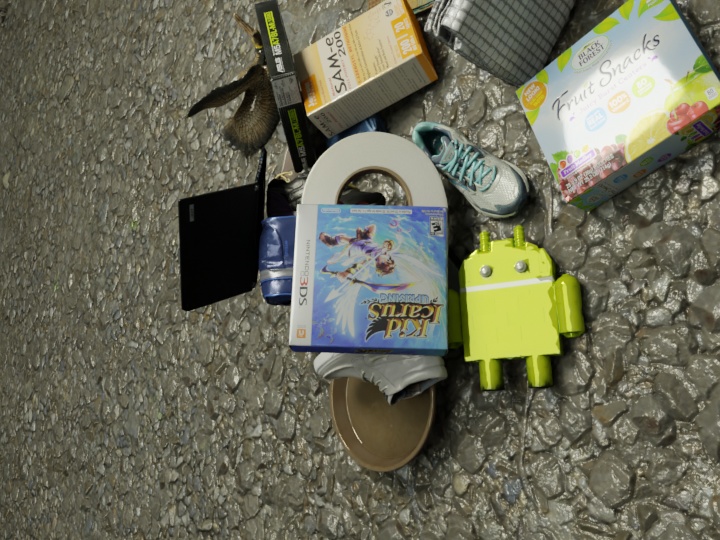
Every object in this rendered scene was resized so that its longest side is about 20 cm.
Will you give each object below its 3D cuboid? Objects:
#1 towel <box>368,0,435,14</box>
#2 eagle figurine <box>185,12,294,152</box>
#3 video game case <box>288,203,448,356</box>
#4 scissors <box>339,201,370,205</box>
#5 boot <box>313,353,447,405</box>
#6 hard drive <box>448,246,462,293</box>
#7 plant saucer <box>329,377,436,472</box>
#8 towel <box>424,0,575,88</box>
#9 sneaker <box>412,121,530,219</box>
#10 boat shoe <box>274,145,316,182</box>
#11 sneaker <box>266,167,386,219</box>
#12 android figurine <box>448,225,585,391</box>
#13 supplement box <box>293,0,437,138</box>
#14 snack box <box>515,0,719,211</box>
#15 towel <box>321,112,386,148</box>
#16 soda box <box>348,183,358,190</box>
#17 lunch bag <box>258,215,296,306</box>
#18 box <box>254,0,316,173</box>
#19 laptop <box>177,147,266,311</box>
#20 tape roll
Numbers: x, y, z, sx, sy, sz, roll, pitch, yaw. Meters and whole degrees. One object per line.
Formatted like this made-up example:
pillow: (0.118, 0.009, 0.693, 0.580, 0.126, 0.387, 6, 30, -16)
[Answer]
towel: (0.087, -0.472, 1.080, 0.197, 0.021, 0.150, -5, 79, 45)
eagle figurine: (-0.210, -0.331, 1.263, 0.203, 0.149, 0.151, -66, 9, -9)
video game case: (0.012, 0.011, 0.866, 0.195, 0.046, 0.186, 1, 75, 2)
scissors: (0.000, 0.000, 0.956, 0.014, 0.071, 0.205, 147, 112, -80)
boot: (0.023, 0.134, 0.916, 0.198, 0.073, 0.098, -27, 65, 31)
hard drive: (0.082, 0.064, 0.987, 0.201, 0.033, 0.141, -52, 52, 24)
plant saucer: (0.032, 0.179, 0.974, 0.197, 0.029, 0.205, -9, 77, 42)
towel: (0.176, -0.334, 0.848, 0.085, 0.198, 0.168, 39, 108, 41)
sneaker: (0.139, -0.138, 0.926, 0.200, 0.085, 0.079, 43, 108, 39)
boat shoe: (-0.120, -0.136, 1.195, 0.071, 0.059, 0.205, -2, 82, 45)
sneaker: (-0.059, -0.118, 1.048, 0.195, 0.076, 0.090, -6, 87, 18)
android figurine: (0.186, 0.046, 0.861, 0.178, 0.041, 0.205, -6, 79, 24)
supplement box: (0.004, -0.312, 1.052, 0.197, 0.073, 0.128, -25, 62, 18)
snack box: (0.300, -0.195, 0.796, 0.199, 0.067, 0.172, -34, 62, 34)
towel: (-0.027, -0.257, 1.135, 0.111, 0.048, 0.203, -42, 57, 32)
soda box: (-0.077, -0.059, 1.139, 0.067, 0.063, 0.204, 31, 105, 42)
lunch bag: (-0.053, -0.005, 1.024, 0.136, 0.195, 0.136, 127, 141, -83)
box: (-0.121, -0.298, 1.125, 0.046, 0.202, 0.196, -15, 54, -3)
laptop: (-0.198, -0.065, 1.017, 0.201, 0.101, 0.180, -93, 10, -58)
tape roll: (0.019, -0.084, 0.932, 0.198, 0.037, 0.208, 0, 87, 2)
